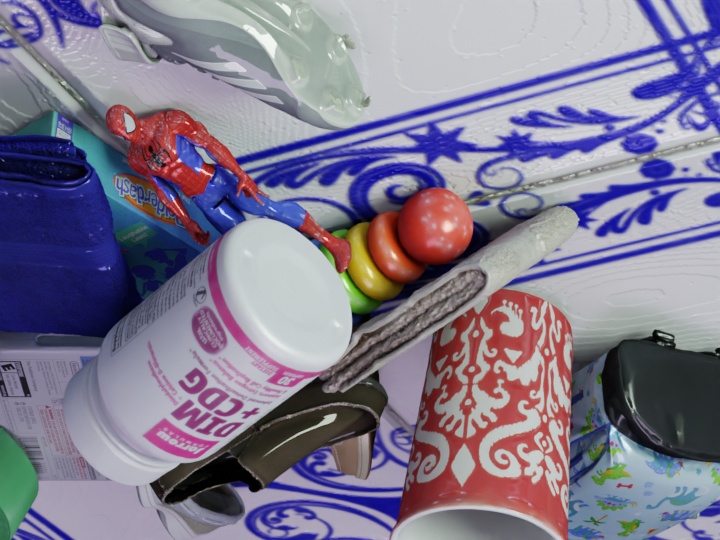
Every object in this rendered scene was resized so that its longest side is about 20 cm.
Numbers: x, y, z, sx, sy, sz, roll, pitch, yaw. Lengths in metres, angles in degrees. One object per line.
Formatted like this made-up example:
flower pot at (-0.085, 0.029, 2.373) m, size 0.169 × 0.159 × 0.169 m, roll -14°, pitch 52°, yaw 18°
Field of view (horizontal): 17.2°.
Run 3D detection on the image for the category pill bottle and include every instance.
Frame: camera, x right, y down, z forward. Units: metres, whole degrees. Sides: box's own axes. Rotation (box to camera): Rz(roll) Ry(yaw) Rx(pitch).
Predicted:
pill bottle at (-0.109, 0.061, 1.629) m, size 0.113 × 0.114 × 0.200 m, roll 25°, pitch 133°, yaw -33°

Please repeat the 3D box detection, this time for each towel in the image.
towel at (0.060, 0.020, 1.714) m, size 0.200 × 0.132 × 0.035 m, roll -35°, pitch 89°, yaw 41°
towel at (-0.231, -0.025, 1.631) m, size 0.146 × 0.050 × 0.201 m, roll 5°, pitch 148°, yaw 10°

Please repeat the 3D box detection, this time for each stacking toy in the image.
stacking toy at (0.000, 0.000, 1.718) m, size 0.199 × 0.086 × 0.085 m, roll -28°, pitch 139°, yaw 30°

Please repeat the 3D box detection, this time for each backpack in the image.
backpack at (0.208, 0.143, 1.894) m, size 0.162 × 0.155 × 0.200 m, roll 15°, pitch 162°, yaw -30°

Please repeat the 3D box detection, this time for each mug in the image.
mug at (0.096, 0.137, 1.798) m, size 0.132 × 0.201 × 0.178 m, roll 8°, pitch 145°, yaw 0°

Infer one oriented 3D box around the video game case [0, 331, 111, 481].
video game case at (-0.191, 0.106, 1.830) m, size 0.181 × 0.022 × 0.201 m, roll 0°, pitch 146°, yaw 3°

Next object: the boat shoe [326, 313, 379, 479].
boat shoe at (-0.021, 0.093, 1.876) m, size 0.066 × 0.074 × 0.201 m, roll 2°, pitch 139°, yaw 6°

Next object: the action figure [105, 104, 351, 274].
action figure at (-0.095, -0.051, 1.631) m, size 0.200 × 0.052 × 0.065 m, roll 38°, pitch 123°, yaw -21°

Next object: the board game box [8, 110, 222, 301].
board game box at (-0.199, -0.026, 1.708) m, size 0.151 × 0.045 × 0.200 m, roll -24°, pitch 139°, yaw 35°

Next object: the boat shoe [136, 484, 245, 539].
boat shoe at (-0.149, 0.173, 2.009) m, size 0.064 × 0.075 × 0.202 m, roll -10°, pitch 150°, yaw 6°

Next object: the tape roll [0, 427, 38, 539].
tape roll at (-0.353, 0.147, 1.895) m, size 0.199 × 0.048 × 0.201 m, roll 22°, pitch 151°, yaw 13°

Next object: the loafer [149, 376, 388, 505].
loafer at (-0.071, 0.134, 1.794) m, size 0.198 × 0.072 × 0.073 m, roll -17°, pitch 146°, yaw 4°

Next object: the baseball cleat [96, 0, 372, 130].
baseball cleat at (-0.088, -0.147, 1.499) m, size 0.106 × 0.070 × 0.200 m, roll -19°, pitch 134°, yaw 41°
